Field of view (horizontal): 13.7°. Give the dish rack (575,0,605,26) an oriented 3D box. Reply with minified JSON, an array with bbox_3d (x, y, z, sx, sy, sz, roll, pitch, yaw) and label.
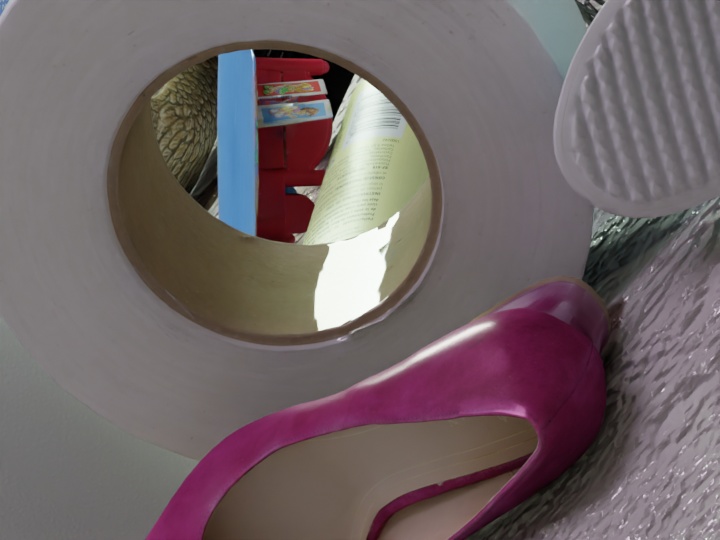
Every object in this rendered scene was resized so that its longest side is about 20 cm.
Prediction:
[{"bbox_3d":[0.092,-0.107,1.072,0.153,0.055,0.200,-40,18,44],"label":"dish rack"}]

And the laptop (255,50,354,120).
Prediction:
[{"bbox_3d":[0.016,-0.166,1.361,0.103,0.200,0.178,13,66,28],"label":"laptop"}]

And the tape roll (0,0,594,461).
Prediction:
[{"bbox_3d":[-0.024,-0.036,0.953,0.202,0.202,0.071,-46,14,23],"label":"tape roll"}]

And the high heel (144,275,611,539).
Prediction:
[{"bbox_3d":[-0.008,0.077,0.887,0.200,0.067,0.096,-32,9,21],"label":"high heel"}]

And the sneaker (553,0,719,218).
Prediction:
[{"bbox_3d":[0.133,-0.094,0.892,0.200,0.074,0.082,-47,-2,1],"label":"sneaker"}]

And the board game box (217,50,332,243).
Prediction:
[{"bbox_3d":[-0.034,-0.044,1.248,0.200,0.039,0.158,-102,13,-60],"label":"board game box"}]

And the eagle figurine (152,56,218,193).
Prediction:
[{"bbox_3d":[-0.083,-0.125,1.631,0.200,0.151,0.152,-117,18,-45],"label":"eagle figurine"}]

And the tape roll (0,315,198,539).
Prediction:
[{"bbox_3d":[-0.134,0.083,1.137,0.203,0.139,0.203,-48,13,15],"label":"tape roll"}]

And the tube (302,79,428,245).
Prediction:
[{"bbox_3d":[0.000,0.000,1.120,0.200,0.052,0.058,-72,-12,-51],"label":"tube"}]

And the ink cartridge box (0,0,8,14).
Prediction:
[{"bbox_3d":[-0.183,-0.124,1.607,0.076,0.201,0.136,-14,-8,4],"label":"ink cartridge box"}]
